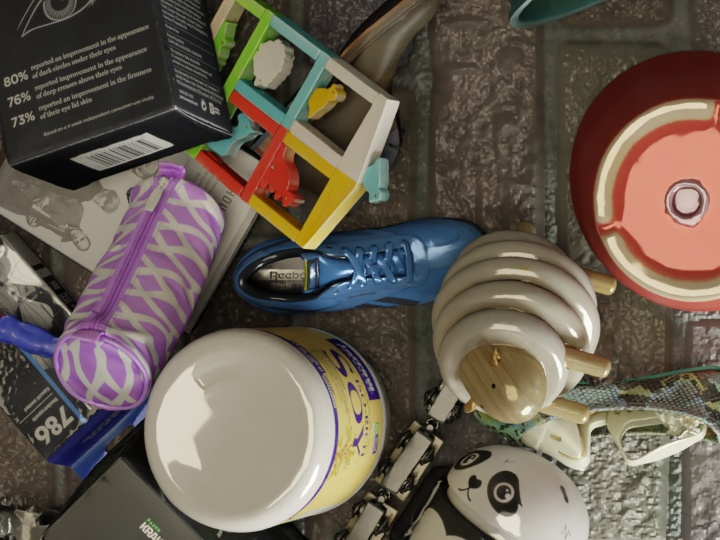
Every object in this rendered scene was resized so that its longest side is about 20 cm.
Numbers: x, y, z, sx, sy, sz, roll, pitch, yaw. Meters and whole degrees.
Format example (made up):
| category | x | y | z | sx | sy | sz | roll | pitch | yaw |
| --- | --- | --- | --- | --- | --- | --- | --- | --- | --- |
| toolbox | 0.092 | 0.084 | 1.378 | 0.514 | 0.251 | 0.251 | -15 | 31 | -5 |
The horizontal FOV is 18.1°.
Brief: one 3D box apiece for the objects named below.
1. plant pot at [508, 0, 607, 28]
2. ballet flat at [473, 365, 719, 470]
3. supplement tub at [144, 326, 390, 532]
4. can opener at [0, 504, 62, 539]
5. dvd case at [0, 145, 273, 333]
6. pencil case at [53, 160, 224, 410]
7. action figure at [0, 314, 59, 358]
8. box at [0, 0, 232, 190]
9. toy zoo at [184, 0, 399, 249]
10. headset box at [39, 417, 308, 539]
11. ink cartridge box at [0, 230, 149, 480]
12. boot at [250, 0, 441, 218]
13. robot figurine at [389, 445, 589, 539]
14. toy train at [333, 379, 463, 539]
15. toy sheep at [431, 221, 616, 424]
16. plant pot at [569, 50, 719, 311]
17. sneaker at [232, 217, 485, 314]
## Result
| category | x | y | z | sx | sy | sz | roll | pitch | yaw |
| --- | --- | --- | --- | --- | --- | --- | --- | --- | --- |
| plant pot | 0.158 | -0.307 | 1.622 | 0.199 | 0.200 | 0.197 | -25 | 84 | 11 |
| ballet flat | 0.185 | 0.117 | 1.714 | 0.198 | 0.074 | 0.075 | -9 | 95 | 12 |
| supplement tub | -0.063 | 0.115 | 1.684 | 0.144 | 0.200 | 0.147 | 0 | 90 | 17 |
| can opener | -0.287 | 0.211 | 1.824 | 0.199 | 0.067 | 0.054 | 12 | 99 | 21 |
| dvd case | -0.181 | -0.066 | 1.781 | 0.199 | 0.025 | 0.151 | 32 | 101 | 4 |
| pencil case | -0.162 | 0.011 | 1.679 | 0.083 | 0.201 | 0.086 | 10 | 136 | 8 |
| action figure | -0.276 | 0.073 | 1.750 | 0.199 | 0.065 | 0.100 | 23 | 82 | 7 |
| box | -0.197 | -0.181 | 1.696 | 0.147 | 0.104 | 0.202 | -16 | 76 | 19 |
| toy zoo | -0.055 | -0.108 | 1.692 | 0.200 | 0.020 | 0.132 | 39 | 107 | 26 |
| headset box | -0.134 | 0.208 | 1.710 | 0.093 | 0.200 | 0.174 | -44 | 95 | 11 |
| ink cartridge box | -0.250 | 0.075 | 1.803 | 0.099 | 0.039 | 0.200 | -43 | 89 | 11 |
| boot | 0.015 | -0.133 | 1.724 | 0.097 | 0.075 | 0.200 | 43 | 111 | -7 |
| robot figurine | 0.090 | 0.231 | 1.720 | 0.150 | 0.125 | 0.201 | 30 | 101 | 5 |
| toy train | 0.036 | 0.151 | 1.761 | 0.034 | 0.046 | 0.201 | 33 | 99 | 7 |
| toy sheep | 0.118 | 0.037 | 1.672 | 0.137 | 0.201 | 0.139 | 4 | 128 | 5 |
| plant pot | 0.242 | -0.058 | 1.635 | 0.199 | 0.177 | 0.202 | 1 | 97 | 10 |
| sneaker | 0.000 | 0.000 | 1.733 | 0.198 | 0.078 | 0.067 | -6 | 94 | 9 |
